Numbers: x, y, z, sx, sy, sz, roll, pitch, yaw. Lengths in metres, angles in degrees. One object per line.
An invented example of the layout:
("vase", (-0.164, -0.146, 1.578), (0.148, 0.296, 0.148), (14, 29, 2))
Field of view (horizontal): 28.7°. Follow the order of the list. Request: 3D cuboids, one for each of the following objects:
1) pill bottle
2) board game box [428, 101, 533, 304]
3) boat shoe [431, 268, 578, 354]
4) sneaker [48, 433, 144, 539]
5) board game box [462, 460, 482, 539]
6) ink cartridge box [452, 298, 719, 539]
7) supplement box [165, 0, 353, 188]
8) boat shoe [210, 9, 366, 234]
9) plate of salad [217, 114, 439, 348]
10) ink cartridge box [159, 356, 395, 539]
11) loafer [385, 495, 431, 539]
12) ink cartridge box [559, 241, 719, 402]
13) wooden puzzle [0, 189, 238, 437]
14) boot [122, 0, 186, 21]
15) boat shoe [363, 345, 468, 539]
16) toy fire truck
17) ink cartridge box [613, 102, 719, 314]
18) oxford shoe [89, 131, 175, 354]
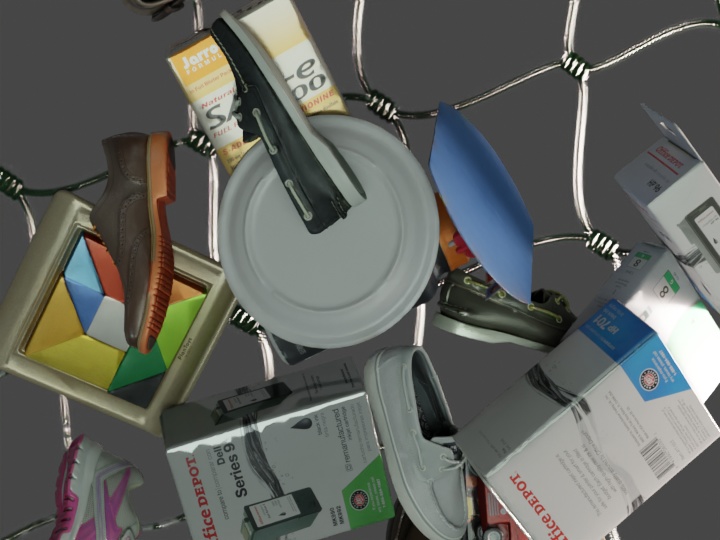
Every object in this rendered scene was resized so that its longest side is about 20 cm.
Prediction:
("pill bottle", (0.000, 0.000, 1.304), (0.198, 0.106, 0.107), (-25, 108, 2))
("board game box", (0.096, -0.055, 1.257), (0.039, 0.201, 0.158), (-29, 115, 24))
("boat shoe", (0.167, 0.046, 1.353), (0.199, 0.072, 0.061), (12, 93, -18))
("sneaker", (-0.253, 0.262, 1.341), (0.087, 0.081, 0.203), (17, 70, -20))
("board game box", (0.169, 0.267, 1.410), (0.133, 0.035, 0.203), (-2, 89, -6))
("ink cartridge box", (0.206, 0.150, 1.276), (0.199, 0.086, 0.147), (-39, 120, -1))
("supplement box", (-0.075, -0.138, 1.269), (0.125, 0.074, 0.202), (-28, 108, 3))
("boat shoe", (-0.074, -0.124, 1.178), (0.060, 0.076, 0.201), (-35, 84, 8))
("plate of salad", (-0.027, -0.034, 1.229), (0.197, 0.048, 0.203), (-1, 87, 11))
("ink cartridge box", (-0.081, 0.188, 1.356), (0.197, 0.084, 0.148), (-16, 113, -5))
("loafer", (0.062, 0.299, 1.385), (0.072, 0.071, 0.203), (15, 71, -13))
("ink cartridge box", (0.257, 0.100, 1.339), (0.201, 0.050, 0.161), (-50, 122, -16))
("wooden puzzle", (-0.235, 0.047, 1.331), (0.198, 0.037, 0.187), (26, 104, -13))
("boot", (-0.116, -0.281, 1.181), (0.199, 0.146, 0.070), (-37, 106, 6))
("boat shoe", (0.069, 0.167, 1.360), (0.068, 0.072, 0.203), (-17, 89, 44))
("toy fire truck", (0.184, 0.259, 1.370), (0.139, 0.049, 0.203), (-3, 88, -6))
("ink cartridge box", (0.307, -0.051, 1.313), (0.068, 0.116, 0.201), (-38, 107, 6))
("oxford shoe", (-0.207, -0.025, 1.275), (0.072, 0.071, 0.203), (1, 78, 1))
